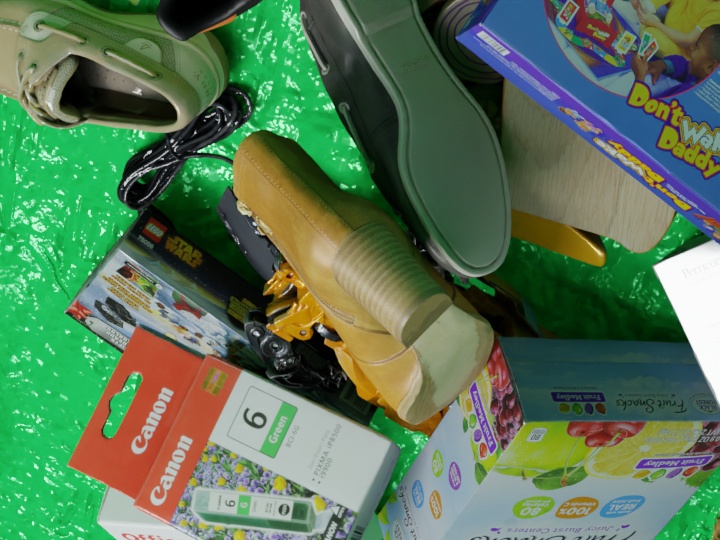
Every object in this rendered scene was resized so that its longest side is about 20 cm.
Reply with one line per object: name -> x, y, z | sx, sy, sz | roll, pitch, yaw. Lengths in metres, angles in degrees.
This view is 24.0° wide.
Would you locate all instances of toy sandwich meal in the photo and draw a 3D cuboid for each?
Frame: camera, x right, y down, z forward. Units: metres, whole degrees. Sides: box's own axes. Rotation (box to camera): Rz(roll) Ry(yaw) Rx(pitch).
toy sandwich meal -> 0.097, -0.079, 0.949 | 0.203, 0.070, 0.206 | 12, 132, 13

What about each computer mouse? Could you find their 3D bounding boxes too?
computer mouse -> -0.070, -0.014, 1.094 | 0.140, 0.046, 0.200 | -29, 114, 37

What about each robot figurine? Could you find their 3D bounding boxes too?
robot figurine -> 0.026, 0.036, 1.048 | 0.199, 0.058, 0.145 | 32, 120, -25

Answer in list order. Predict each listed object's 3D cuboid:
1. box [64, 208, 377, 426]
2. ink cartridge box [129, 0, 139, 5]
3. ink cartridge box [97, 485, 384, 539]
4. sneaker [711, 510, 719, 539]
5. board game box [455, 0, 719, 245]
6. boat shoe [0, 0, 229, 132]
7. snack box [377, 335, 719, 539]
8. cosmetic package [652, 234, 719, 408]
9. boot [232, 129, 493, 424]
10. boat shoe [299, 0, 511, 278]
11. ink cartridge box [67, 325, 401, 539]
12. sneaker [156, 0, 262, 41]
box -> -0.093, 0.051, 1.140 | 0.199, 0.040, 0.137 | 36, 150, -10
ink cartridge box -> -0.188, -0.235, 0.932 | 0.199, 0.076, 0.148 | 37, 133, -8
ink cartridge box -> -0.072, 0.191, 1.205 | 0.144, 0.085, 0.200 | -2, 145, 29
sneaker -> 0.295, 0.165, 1.074 | 0.089, 0.076, 0.200 | 14, 146, -11
board game box -> 0.167, -0.113, 0.848 | 0.199, 0.135, 0.045 | 37, 172, -10
boat shoe -> -0.179, -0.123, 1.029 | 0.198, 0.065, 0.073 | 12, 133, 21
snack box -> 0.125, 0.127, 1.067 | 0.167, 0.068, 0.201 | 2, 141, -24
cosmetic package -> 0.282, 0.024, 0.936 | 0.199, 0.052, 0.152 | -25, 93, 37
boot -> -0.001, 0.000, 0.939 | 0.144, 0.071, 0.201 | 46, 172, 22
boat shoe -> 0.023, -0.085, 0.924 | 0.201, 0.066, 0.057 | 67, 152, 6
ink cartridge box -> -0.086, 0.118, 1.073 | 0.199, 0.110, 0.050 | 24, 172, 13
sneaker -> -0.041, -0.193, 0.896 | 0.070, 0.090, 0.200 | 38, 133, -12
